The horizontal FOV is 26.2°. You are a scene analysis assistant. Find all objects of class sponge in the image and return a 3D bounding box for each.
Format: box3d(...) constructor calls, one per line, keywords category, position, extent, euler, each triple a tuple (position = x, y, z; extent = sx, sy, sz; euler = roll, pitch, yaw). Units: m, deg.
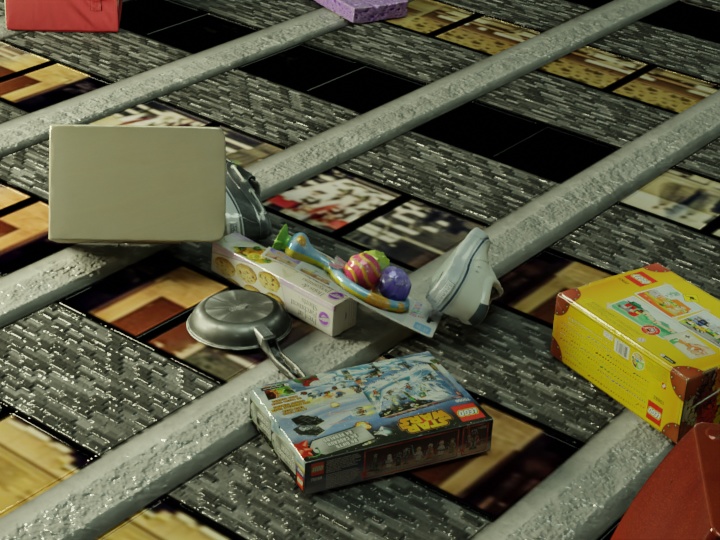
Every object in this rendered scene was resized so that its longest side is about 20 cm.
box3d(category="sponge", position=(-0.017, -0.469, 2.632), extent=(0.111, 0.030, 0.200), euler=(-13, 33, -29))

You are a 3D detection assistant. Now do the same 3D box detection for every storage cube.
box3d(category="storage cube", position=(-0.472, -0.489, 2.468), extent=(0.178, 0.172, 0.201), euler=(0, 28, -5))

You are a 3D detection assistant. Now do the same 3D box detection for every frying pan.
box3d(category="frying pan", position=(-0.123, 0.068, 1.630), extent=(0.114, 0.031, 0.190), euler=(-4, 26, -10))

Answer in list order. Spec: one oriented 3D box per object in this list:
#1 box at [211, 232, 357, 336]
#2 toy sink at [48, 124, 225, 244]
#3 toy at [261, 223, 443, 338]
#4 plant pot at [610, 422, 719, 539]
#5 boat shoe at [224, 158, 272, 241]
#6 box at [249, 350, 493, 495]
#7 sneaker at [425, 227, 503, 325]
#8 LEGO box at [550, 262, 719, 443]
box3d(category="box", position=(-0.087, 0.013, 1.718), extent=(0.199, 0.042, 0.039), euler=(28, 36, 36))
box3d(category="toy sink", position=(-0.252, -0.096, 1.776), extent=(0.198, 0.132, 0.112), euler=(0, -1, -3))
box3d(category="toy", position=(0.000, 0.000, 1.663), extent=(0.198, 0.048, 0.115), euler=(23, 15, 4))
box3d(category="plant pot", position=(0.306, 0.232, 1.185), extent=(0.198, 0.178, 0.201), euler=(9, 32, -1))
box3d(category="boat shoe", position=(-0.156, -0.096, 1.879), extent=(0.067, 0.072, 0.200), euler=(-9, 33, -18))
box3d(category="box", position=(0.009, 0.143, 1.488), extent=(0.198, 0.040, 0.137), euler=(-10, 30, -23))
box3d(category="sneaker", position=(0.122, 0.013, 1.729), extent=(0.071, 0.073, 0.200), euler=(40, 25, -2))
box3d(category="LEGO box", position=(0.317, 0.080, 1.599), extent=(0.148, 0.078, 0.200), euler=(-14, 33, -30))
